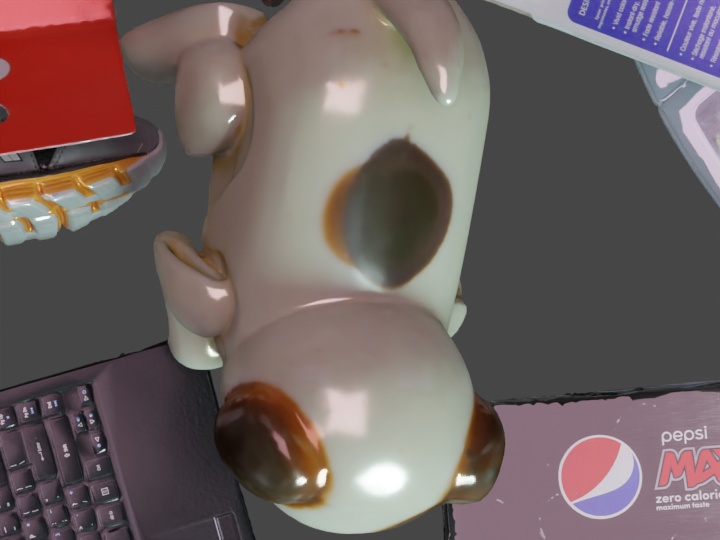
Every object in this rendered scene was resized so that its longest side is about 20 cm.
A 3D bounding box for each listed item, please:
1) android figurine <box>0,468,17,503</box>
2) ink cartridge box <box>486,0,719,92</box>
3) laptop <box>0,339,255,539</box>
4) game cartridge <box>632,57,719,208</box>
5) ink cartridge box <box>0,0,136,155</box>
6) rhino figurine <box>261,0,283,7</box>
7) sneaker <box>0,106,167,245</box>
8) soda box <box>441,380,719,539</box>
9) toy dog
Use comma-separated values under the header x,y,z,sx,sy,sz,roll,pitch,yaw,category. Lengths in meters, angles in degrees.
x,y,z,sx,sy,sz,roll,pitch,yaw,category
-0.244,0.100,0.929,0.199,0.041,0.183,10,87,4,android figurine
0.154,-0.121,0.883,0.199,0.039,0.100,23,101,10,ink cartridge box
-0.129,0.137,0.865,0.199,0.103,0.178,-15,93,-12,laptop
0.206,-0.062,0.912,0.133,0.041,0.200,-42,84,19,game cartridge
-0.180,-0.126,0.875,0.159,0.047,0.200,-9,50,-8,ink cartridge box
-0.057,-0.149,0.877,0.087,0.200,0.060,40,127,11,rhino figurine
-0.180,-0.048,0.914,0.199,0.078,0.078,-7,78,-6,sneaker
0.132,0.082,0.908,0.199,0.063,0.071,-4,86,1,soda box
0.000,0.000,0.848,0.139,0.194,0.201,6,78,-35,toy dog
